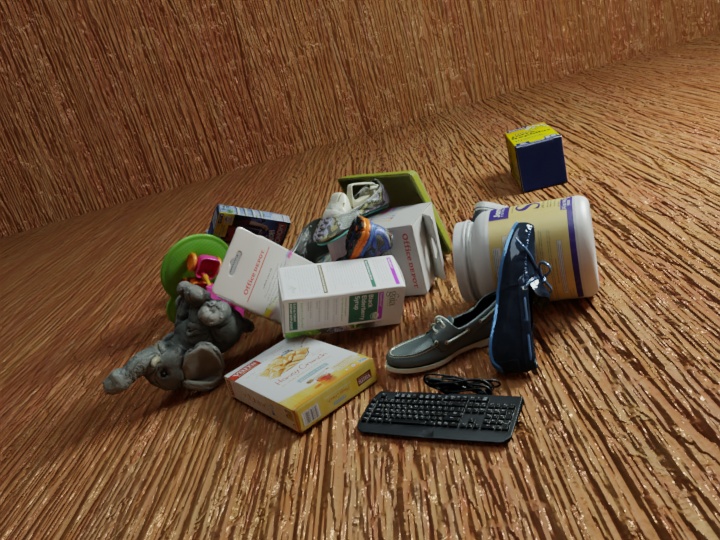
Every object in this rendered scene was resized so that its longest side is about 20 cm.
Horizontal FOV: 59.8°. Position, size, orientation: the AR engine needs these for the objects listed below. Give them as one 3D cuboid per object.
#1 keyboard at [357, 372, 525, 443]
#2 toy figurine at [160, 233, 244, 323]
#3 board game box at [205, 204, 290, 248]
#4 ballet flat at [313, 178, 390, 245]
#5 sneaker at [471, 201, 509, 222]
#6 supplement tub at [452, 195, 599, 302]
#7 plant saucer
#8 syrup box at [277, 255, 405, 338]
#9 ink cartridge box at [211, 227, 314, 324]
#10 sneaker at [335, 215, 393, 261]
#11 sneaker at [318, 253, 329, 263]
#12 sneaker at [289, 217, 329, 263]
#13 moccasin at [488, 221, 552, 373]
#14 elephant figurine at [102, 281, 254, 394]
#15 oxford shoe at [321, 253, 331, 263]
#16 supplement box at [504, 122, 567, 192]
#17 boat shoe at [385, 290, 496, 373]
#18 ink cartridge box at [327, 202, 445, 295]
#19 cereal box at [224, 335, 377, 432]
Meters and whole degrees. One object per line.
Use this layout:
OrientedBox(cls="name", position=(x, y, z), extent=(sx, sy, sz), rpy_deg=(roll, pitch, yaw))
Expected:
OrientedBox(cls="keyboard", position=(0.093, 0.155, 0.749), extent=(0.195, 0.041, 0.104), rpy_deg=(-4, 24, 30))
OrientedBox(cls="toy figurine", position=(-0.287, 0.064, 1.173), extent=(0.147, 0.204, 0.184), rpy_deg=(10, 22, -38))
OrientedBox(cls="board game box", position=(-0.223, -0.050, 1.306), extent=(0.195, 0.202, 0.063), rpy_deg=(6, 42, -27))
OrientedBox(cls="ballet flat", position=(-0.022, -0.115, 1.125), extent=(0.071, 0.074, 0.199), rpy_deg=(3, 28, 42))
OrientedBox(cls="sneaker", position=(0.293, -0.066, 1.124), extent=(0.195, 0.078, 0.081), rpy_deg=(11, 74, 27))
OrientedBox(cls="supplement tub", position=(0.248, -0.025, 0.938), extent=(0.195, 0.149, 0.146), rpy_deg=(-7, 21, 22))
OrientedBox(cls="plant saucer", position=(0.076, -0.123, 1.248), extent=(0.197, 0.202, 0.048), rpy_deg=(5, 48, 44))
OrientedBox(cls="syrup box", position=(-0.031, 0.041, 0.997), extent=(0.194, 0.080, 0.082), rpy_deg=(-6, 40, -12))
OrientedBox(cls="ink cartridge box", position=(-0.159, 0.015, 1.046), extent=(0.067, 0.198, 0.119), rpy_deg=(11, 76, 50))
OrientedBox(cls="sneaker", position=(0.000, 0.000, 1.070), extent=(0.076, 0.202, 0.077), rpy_deg=(11, 46, -16))
OrientedBox(cls="sneaker", position=(-0.057, -0.062, 1.398), extent=(0.085, 0.077, 0.200), rpy_deg=(-11, 20, 30))
OrientedBox(cls="sneaker", position=(-0.125, -0.012, 1.243), extent=(0.120, 0.084, 0.201), rpy_deg=(-35, 16, 44))
OrientedBox(cls="moccasin", position=(0.217, 0.036, 0.819), extent=(0.067, 0.206, 0.080), rpy_deg=(2, -16, 29))
OrientedBox(cls="elephant figurine", position=(-0.282, 0.133, 0.998), extent=(0.204, 0.152, 0.142), rpy_deg=(-63, 1, -13))
OrientedBox(cls="oxford shoe", position=(-0.057, 0.013, 1.216), extent=(0.057, 0.076, 0.200), rpy_deg=(34, 34, 3))
OrientedBox(cls="supplement box", position=(0.422, -0.279, 1.520), extent=(0.106, 0.112, 0.201), rpy_deg=(-13, 20, 9))
OrientedBox(cls="boat shoe", position=(0.122, 0.084, 0.877), extent=(0.195, 0.063, 0.073), rpy_deg=(-19, 20, -6))
OrientedBox(cls="ink cartridge box", position=(0.060, -0.035, 1.143), extent=(0.195, 0.132, 0.125), rpy_deg=(-6, 22, 26))
OrientedBox(cls="cereal box", position=(-0.090, 0.153, 0.898), extent=(0.142, 0.041, 0.197), rpy_deg=(-29, 23, -34))
